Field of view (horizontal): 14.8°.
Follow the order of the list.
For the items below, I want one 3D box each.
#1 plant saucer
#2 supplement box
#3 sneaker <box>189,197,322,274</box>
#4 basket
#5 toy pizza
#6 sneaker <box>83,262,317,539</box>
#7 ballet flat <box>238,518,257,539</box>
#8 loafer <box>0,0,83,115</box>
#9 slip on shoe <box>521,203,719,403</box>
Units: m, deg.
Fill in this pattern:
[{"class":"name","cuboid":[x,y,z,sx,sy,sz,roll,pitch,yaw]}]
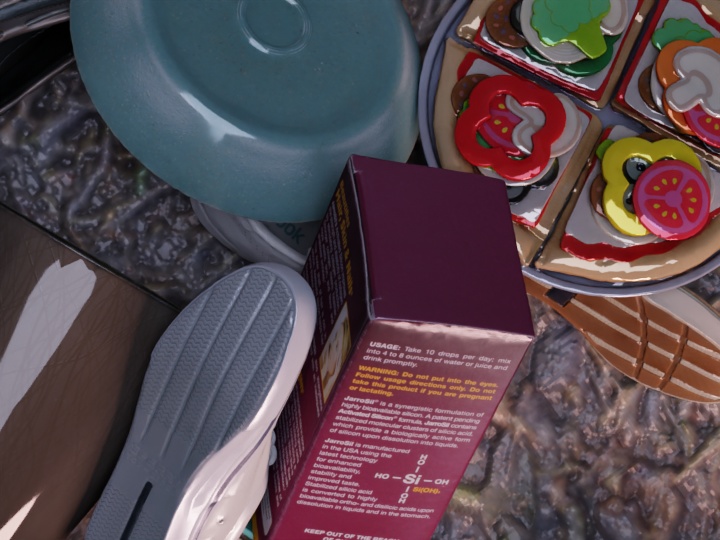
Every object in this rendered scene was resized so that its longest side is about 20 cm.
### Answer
[{"class":"plant saucer","cuboid":[-0.050,-0.121,1.432,0.200,0.036,0.200,11,60,-20]},{"class":"supplement box","cuboid":[0.010,0.053,1.395,0.085,0.200,0.111,8,46,-16]},{"class":"sneaker","cuboid":[0.000,0.000,1.462,0.200,0.088,0.075,31,83,-9]},{"class":"basket","cuboid":[-0.190,0.076,1.408,0.180,0.136,0.200,30,88,-9]},{"class":"toy pizza","cuboid":[0.130,-0.084,1.456,0.200,0.032,0.201,2,72,-7]},{"class":"sneaker","cuboid":[-0.072,0.079,1.376,0.073,0.071,0.200,43,115,25]},{"class":"ballet flat","cuboid":[-0.056,0.165,1.464,0.200,0.068,0.067,32,93,-7]},{"class":"loafer","cuboid":[-0.212,-0.094,1.423,0.200,0.072,0.063,-41,57,-10]},{"class":"slip on shoe","cuboid":[0.132,-0.001,1.501,0.200,0.076,0.061,30,55,-10]}]
